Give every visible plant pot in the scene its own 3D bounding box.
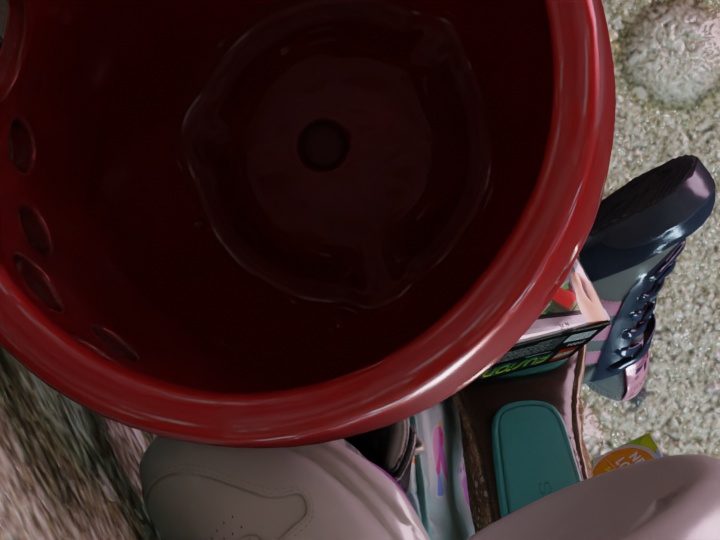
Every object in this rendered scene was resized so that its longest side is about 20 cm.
[{"bbox_3d":[-0.017,-0.044,0.824,0.201,0.200,0.182,64,7,10],"label":"plant pot"}]

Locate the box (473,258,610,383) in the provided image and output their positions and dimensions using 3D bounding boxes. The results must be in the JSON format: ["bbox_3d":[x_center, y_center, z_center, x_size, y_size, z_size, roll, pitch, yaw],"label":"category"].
[{"bbox_3d":[0.000,0.000,1.115,0.035,0.200,0.110,-47,-117,48],"label":"box"}]

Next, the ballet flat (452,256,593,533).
[{"bbox_3d":[0.067,0.058,1.194,0.065,0.070,0.201,108,-18,-66],"label":"ballet flat"}]

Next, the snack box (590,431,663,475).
[{"bbox_3d":[0.114,0.199,1.364,0.200,0.168,0.068,-113,176,-47],"label":"snack box"}]

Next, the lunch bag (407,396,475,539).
[{"bbox_3d":[0.011,0.050,1.230,0.160,0.077,0.201,20,59,-70],"label":"lunch bag"}]

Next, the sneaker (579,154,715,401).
[{"bbox_3d":[0.119,0.014,1.266,0.082,0.070,0.200,50,-32,0],"label":"sneaker"}]

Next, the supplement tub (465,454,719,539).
[{"bbox_3d":[0.118,0.187,1.042,0.145,0.144,0.200,-92,158,-83],"label":"supplement tub"}]

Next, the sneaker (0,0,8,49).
[{"bbox_3d":[-0.086,-0.051,0.988,0.201,0.076,0.115,60,5,-13],"label":"sneaker"}]

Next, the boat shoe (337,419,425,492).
[{"bbox_3d":[-0.008,0.073,0.994,0.072,0.071,0.200,43,8,7],"label":"boat shoe"}]

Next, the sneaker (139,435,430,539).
[{"bbox_3d":[-0.007,0.121,0.828,0.200,0.100,0.075,40,-38,24],"label":"sneaker"}]
